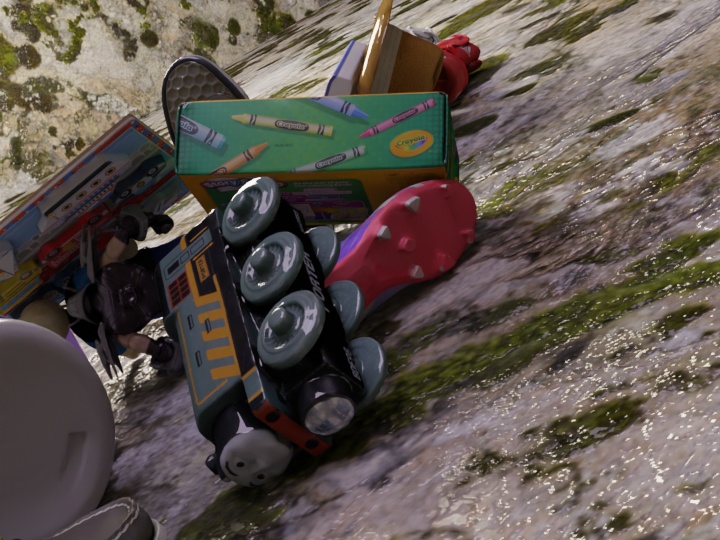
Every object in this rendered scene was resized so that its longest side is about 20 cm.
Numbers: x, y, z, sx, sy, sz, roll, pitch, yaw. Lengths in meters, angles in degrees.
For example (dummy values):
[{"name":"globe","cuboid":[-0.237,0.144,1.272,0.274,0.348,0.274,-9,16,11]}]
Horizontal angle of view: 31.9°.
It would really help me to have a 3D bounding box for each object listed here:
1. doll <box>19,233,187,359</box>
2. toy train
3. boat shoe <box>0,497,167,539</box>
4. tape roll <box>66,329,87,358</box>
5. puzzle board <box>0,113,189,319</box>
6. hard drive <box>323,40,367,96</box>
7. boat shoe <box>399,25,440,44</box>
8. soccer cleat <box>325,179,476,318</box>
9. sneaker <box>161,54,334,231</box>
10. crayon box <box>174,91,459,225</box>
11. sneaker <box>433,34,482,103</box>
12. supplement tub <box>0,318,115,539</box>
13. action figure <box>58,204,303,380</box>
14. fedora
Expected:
[{"name":"doll","cuboid":[-0.184,0.019,1.029,0.198,0.138,0.048,-24,54,-34]},{"name":"toy train","cuboid":[-0.058,0.033,0.740,0.114,0.085,0.201,-40,41,16]},{"name":"boat shoe","cuboid":[-0.192,0.174,0.639,0.200,0.061,0.072,-33,16,-17]},{"name":"tape roll","cuboid":[-0.333,0.108,1.084,0.198,0.066,0.200,-25,16,8]},{"name":"puzzle board","cuboid":[-0.217,-0.029,0.958,0.199,0.017,0.151,-40,-16,4]},{"name":"hard drive","cuboid":[-0.028,-0.160,1.330,0.025,0.134,0.200,17,20,-1]},{"name":"boat shoe","cuboid":[0.073,-0.300,1.697,0.068,0.073,0.200,-28,6,-1]},{"name":"soccer cleat","cuboid":[0.000,0.000,0.860,0.200,0.067,0.076,-41,22,-29]},{"name":"sneaker","cuboid":[-0.090,-0.103,1.090,0.076,0.203,0.146,-32,12,14]},{"name":"crayon box","cuboid":[-0.028,-0.079,0.940,0.196,0.059,0.119,-1,-17,8]},{"name":"sneaker","cuboid":[0.098,-0.240,1.435,0.115,0.079,0.200,-33,17,-15]},{"name":"supplement tub","cuboid":[-0.260,0.108,0.806,0.145,0.147,0.199,-38,18,-34]},{"name":"action figure","cuboid":[-0.132,0.012,0.945,0.197,0.132,0.069,-11,12,5]},{"name":"fedora","cuboid":[0.038,-0.191,1.306,0.081,0.203,0.201,15,20,-1]}]
